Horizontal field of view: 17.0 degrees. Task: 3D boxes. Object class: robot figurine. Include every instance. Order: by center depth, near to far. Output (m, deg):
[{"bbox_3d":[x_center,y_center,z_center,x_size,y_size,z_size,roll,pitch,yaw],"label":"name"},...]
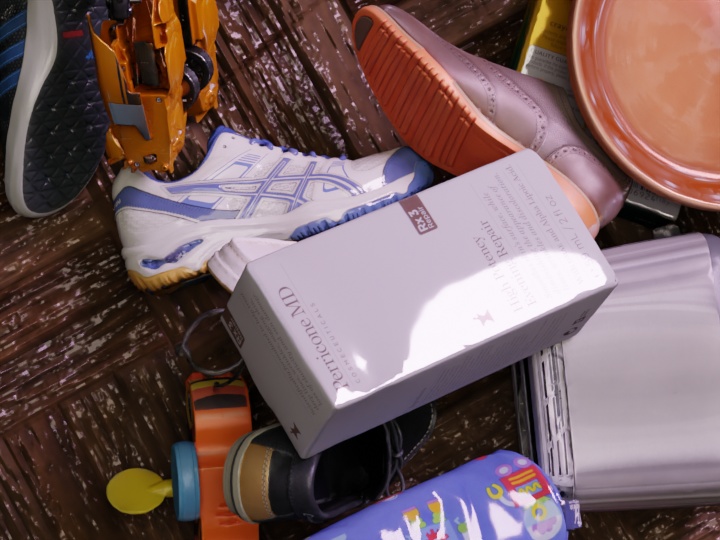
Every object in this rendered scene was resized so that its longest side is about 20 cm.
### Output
[{"bbox_3d":[-0.127,-0.167,1.419,0.058,0.145,0.200,1,118,15],"label":"robot figurine"}]

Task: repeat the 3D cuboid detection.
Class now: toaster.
[{"bbox_3d":[0.163,0.074,1.471,0.129,0.114,0.201,-5,84,-4],"label":"toaster"}]

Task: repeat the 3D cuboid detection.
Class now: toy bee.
[{"bbox_3d":[-0.077,0.108,1.450,0.131,0.109,0.200,17,105,-15],"label":"toy bee"}]

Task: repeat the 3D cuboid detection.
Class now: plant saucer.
[{"bbox_3d":[0.221,-0.135,1.454,0.200,0.032,0.201,0,88,-10],"label":"plant saucer"}]

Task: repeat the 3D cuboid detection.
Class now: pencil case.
[{"bbox_3d":[0.029,0.173,1.384,0.200,0.078,0.087,-21,74,-26],"label":"pencil case"}]

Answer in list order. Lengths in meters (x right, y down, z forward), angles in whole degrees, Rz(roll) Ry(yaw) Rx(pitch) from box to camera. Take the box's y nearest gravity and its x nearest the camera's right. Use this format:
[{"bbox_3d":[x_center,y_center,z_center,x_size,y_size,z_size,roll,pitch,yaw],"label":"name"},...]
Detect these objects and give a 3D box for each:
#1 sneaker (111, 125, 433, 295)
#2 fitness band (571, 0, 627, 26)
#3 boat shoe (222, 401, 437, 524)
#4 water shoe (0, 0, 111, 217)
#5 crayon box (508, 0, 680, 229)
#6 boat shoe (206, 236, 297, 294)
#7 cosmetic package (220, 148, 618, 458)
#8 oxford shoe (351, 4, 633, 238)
[{"bbox_3d":[-0.055,-0.054,1.474,0.200,0.075,0.088,-17,84,-11],"label":"sneaker"},{"bbox_3d":[0.175,-0.239,1.479,0.143,0.037,0.200,-23,101,-13],"label":"fitness band"},{"bbox_3d":[-0.003,0.106,1.415,0.062,0.200,0.075,3,101,31],"label":"boat shoe"},{"bbox_3d":[-0.196,-0.135,1.474,0.071,0.079,0.201,-3,106,-45],"label":"water shoe"},{"bbox_3d":[0.165,-0.141,1.526,0.125,0.052,0.200,18,82,-5],"label":"crayon box"},{"bbox_3d":[0.000,0.000,1.438,0.200,0.071,0.069,12,117,-39],"label":"boat shoe"},{"bbox_3d":[0.033,0.016,1.359,0.200,0.074,0.102,-24,71,-28],"label":"cosmetic package"},{"bbox_3d":[0.079,-0.095,1.461,0.200,0.071,0.073,45,59,5],"label":"oxford shoe"}]
